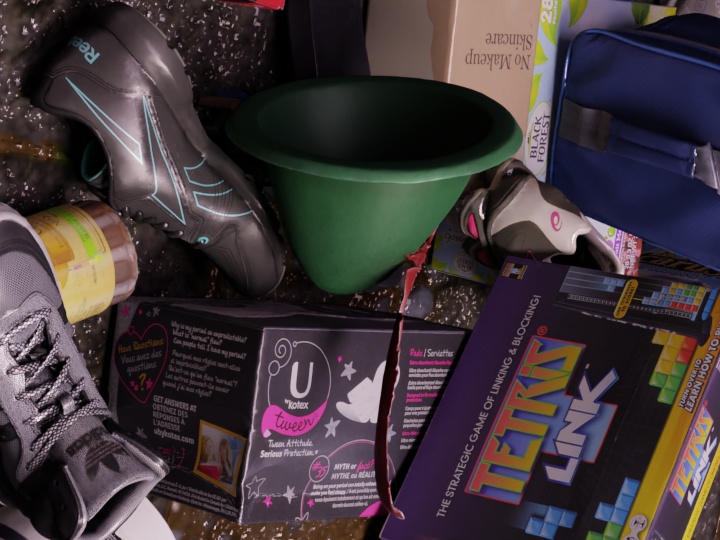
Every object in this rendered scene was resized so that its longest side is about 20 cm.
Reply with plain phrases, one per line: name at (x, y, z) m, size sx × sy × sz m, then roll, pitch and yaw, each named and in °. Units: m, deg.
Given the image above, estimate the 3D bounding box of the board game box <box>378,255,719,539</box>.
board game box at (0.125, 0.097, 1.102) m, size 0.057 × 0.164 × 0.201 m, roll 51°, pitch 57°, yaw -47°

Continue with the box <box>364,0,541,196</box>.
box at (0.058, -0.152, 1.216) m, size 0.095 × 0.077 × 0.202 m, roll -8°, pitch 107°, yaw -47°

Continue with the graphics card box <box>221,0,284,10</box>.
graphics card box at (-0.113, -0.224, 1.030) m, size 0.199 × 0.051 × 0.127 m, roll 8°, pitch 96°, yaw -49°

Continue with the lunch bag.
lunch bag at (0.225, -0.082, 1.227) m, size 0.132 × 0.199 × 0.137 m, roll -15°, pitch 117°, yaw -40°

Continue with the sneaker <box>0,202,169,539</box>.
sneaker at (-0.151, 0.062, 0.935) m, size 0.075 × 0.114 × 0.201 m, roll -34°, pitch 139°, yaw -29°

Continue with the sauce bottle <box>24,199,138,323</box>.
sauce bottle at (-0.208, 0.017, 0.985) m, size 0.199 × 0.064 × 0.065 m, roll -24°, pitch 118°, yaw -43°

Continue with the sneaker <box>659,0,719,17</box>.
sneaker at (0.260, -0.163, 1.429) m, size 0.074 × 0.082 × 0.202 m, roll 6°, pitch 97°, yaw -48°

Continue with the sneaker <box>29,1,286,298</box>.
sneaker at (-0.114, -0.054, 1.074) m, size 0.079 × 0.075 × 0.201 m, roll -43°, pitch 121°, yaw -18°

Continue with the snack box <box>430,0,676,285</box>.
snack box at (0.137, -0.094, 1.327) m, size 0.168 × 0.067 × 0.202 m, roll -1°, pitch 101°, yaw -46°

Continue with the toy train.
toy train at (-0.037, -0.054, 1.174) m, size 0.200 × 0.034 × 0.046 m, roll 42°, pitch 66°, yaw -45°

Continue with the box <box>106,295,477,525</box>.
box at (-0.040, 0.078, 1.136) m, size 0.199 × 0.131 × 0.116 m, roll 5°, pitch 94°, yaw -48°

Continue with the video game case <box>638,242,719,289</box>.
video game case at (0.242, 0.037, 1.380) m, size 0.181 × 0.199 × 0.046 m, roll -24°, pitch 116°, yaw -41°

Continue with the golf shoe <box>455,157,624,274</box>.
golf shoe at (0.131, 0.008, 1.237) m, size 0.077 × 0.088 × 0.200 m, roll -54°, pitch 143°, yaw -9°

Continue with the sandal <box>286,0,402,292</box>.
sandal at (-0.004, -0.083, 1.159) m, size 0.076 × 0.043 × 0.202 m, roll -26°, pitch 108°, yaw -54°

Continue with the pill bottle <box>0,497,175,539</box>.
pill bottle at (-0.193, 0.198, 1.019) m, size 0.200 × 0.111 × 0.112 m, roll -42°, pitch 129°, yaw -31°

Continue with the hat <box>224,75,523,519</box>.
hat at (0.000, 0.000, 1.078) m, size 0.200 × 0.165 × 0.177 m, roll -35°, pitch 132°, yaw -55°
